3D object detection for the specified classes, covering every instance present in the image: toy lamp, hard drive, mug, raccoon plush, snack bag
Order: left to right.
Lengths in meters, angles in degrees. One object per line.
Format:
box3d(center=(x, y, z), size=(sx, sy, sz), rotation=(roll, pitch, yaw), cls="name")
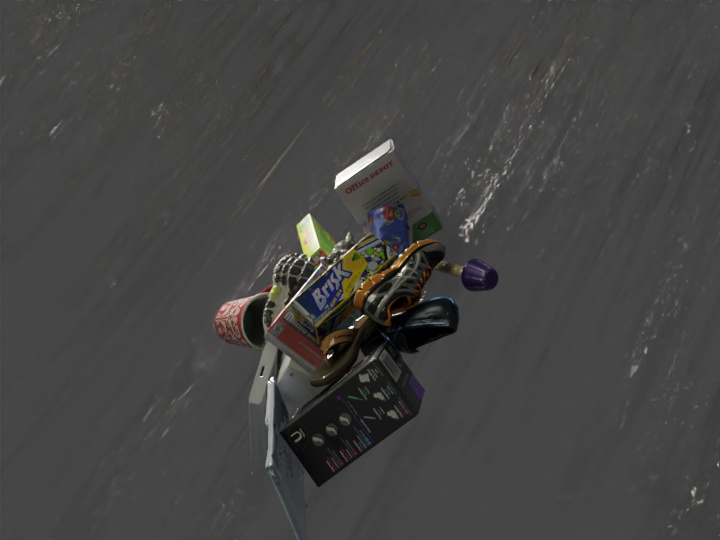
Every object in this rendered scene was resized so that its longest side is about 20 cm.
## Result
box3d(center=(-0.252, 0.119, 1.396), size=(0.176, 0.136, 0.198), rotation=(-25, 10, -35), cls="mug")
box3d(center=(-0.182, 0.251, 1.075), size=(0.026, 0.203, 0.133), rotation=(9, 43, 1), cls="hard drive")
box3d(center=(-0.118, 0.304, 0.904), size=(0.021, 0.192, 0.201), rotation=(-14, 29, 0), cls="snack bag")
box3d(center=(0.000, 0.000, 1.232), size=(0.198, 0.098, 0.134), rotation=(25, 54, 29), cls="raccoon plush")
box3d(center=(0.169, 0.000, 1.026), size=(0.059, 0.058, 0.199), rotation=(-53, 28, -13), cls="toy lamp")

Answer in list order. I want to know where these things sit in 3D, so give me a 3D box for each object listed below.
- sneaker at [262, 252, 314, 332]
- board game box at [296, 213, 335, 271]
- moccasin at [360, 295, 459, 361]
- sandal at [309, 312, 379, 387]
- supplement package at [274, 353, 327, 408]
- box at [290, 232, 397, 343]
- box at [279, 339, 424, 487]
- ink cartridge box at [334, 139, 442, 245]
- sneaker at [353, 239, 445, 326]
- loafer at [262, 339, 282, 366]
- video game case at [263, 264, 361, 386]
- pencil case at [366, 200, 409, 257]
box3d(center=(-0.149, 0.050, 1.142), size=(0.080, 0.076, 0.203), rotation=(106, -176, -56), cls="sneaker")
box3d(center=(-0.098, -0.052, 1.398), size=(0.047, 0.102, 0.201), rotation=(-39, 29, 10), cls="board game box")
box3d(center=(0.079, 0.109, 0.986), size=(0.198, 0.080, 0.069), rotation=(-32, 39, 28), cls="moccasin")
box3d(center=(-0.029, 0.116, 0.952), size=(0.081, 0.055, 0.200), rotation=(-21, 22, 49), cls="sandal")
box3d(center=(-0.078, 0.146, 1.076), size=(0.118, 0.115, 0.203), rotation=(-53, 16, 46), cls="supplement package")
box3d(center=(-0.026, 0.028, 0.995), size=(0.070, 0.065, 0.199), rotation=(38, 65, 23), cls="box")
box3d(center=(-0.009, 0.220, 0.894), size=(0.199, 0.107, 0.122), rotation=(-39, -3, 13), cls="box")
box3d(center=(0.058, -0.143, 1.182), size=(0.143, 0.201, 0.084), rotation=(-30, 24, 15), cls="ink cartridge box")
box3d(center=(0.081, 0.023, 0.983), size=(0.199, 0.079, 0.077), rotation=(-38, 60, -19), cls="sneaker")
box3d(center=(-0.181, 0.151, 1.270), size=(0.062, 0.072, 0.203), rotation=(-3, 56, 33), cls="loafer")
box3d(center=(-0.065, 0.092, 1.031), size=(0.201, 0.142, 0.018), rotation=(-53, -2, -43), cls="video game case")
box3d(center=(0.062, -0.026, 1.099), size=(0.078, 0.085, 0.205), rotation=(142, 126, -64), cls="pencil case")
